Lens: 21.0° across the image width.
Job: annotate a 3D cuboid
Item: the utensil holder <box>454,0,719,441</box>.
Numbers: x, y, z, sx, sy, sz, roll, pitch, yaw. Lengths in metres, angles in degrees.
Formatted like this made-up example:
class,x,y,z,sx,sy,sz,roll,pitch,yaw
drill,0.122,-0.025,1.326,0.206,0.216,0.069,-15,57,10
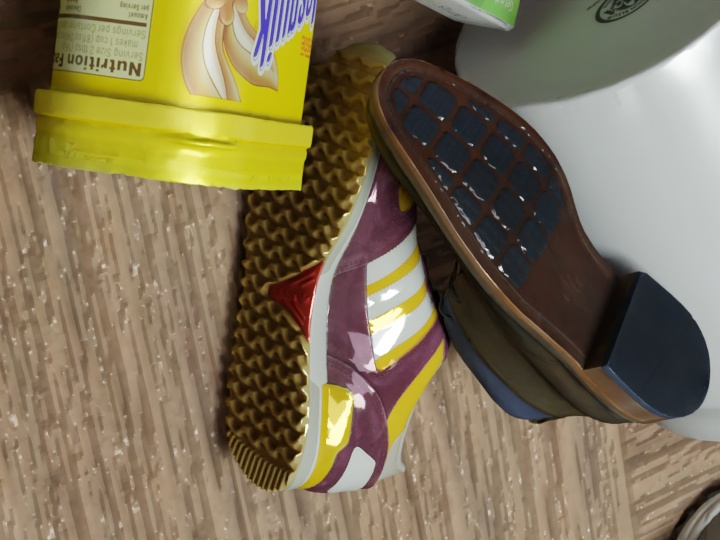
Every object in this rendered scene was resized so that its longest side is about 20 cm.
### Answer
class,x,y,z,sx,sy,sz,roll,pitch,yaw
utensil holder,0.156,-0.051,0.882,0.170,0.170,0.200,-45,123,-17

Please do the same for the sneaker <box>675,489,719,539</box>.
class,x,y,z,sx,sy,sz,roll,pitch,yaw
sneaker,0.183,0.184,1.012,0.200,0.079,0.074,-40,117,-21

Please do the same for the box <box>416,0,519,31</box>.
class,x,y,z,sx,sy,sz,roll,pitch,yaw
box,0.043,-0.209,0.779,0.144,0.036,0.201,12,90,-63

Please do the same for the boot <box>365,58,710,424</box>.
class,x,y,z,sx,sy,sz,roll,pitch,yaw
boot,0.051,0.000,0.825,0.200,0.097,0.075,47,54,-18

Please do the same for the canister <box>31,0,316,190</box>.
class,x,y,z,sx,sy,sz,roll,pitch,yaw
canister,-0.060,-0.135,0.749,0.149,0.086,0.201,-12,110,-78

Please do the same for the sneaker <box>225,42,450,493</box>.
class,x,y,z,sx,sy,sz,roll,pitch,yaw
sneaker,0.000,0.000,0.864,0.090,0.075,0.201,3,105,-42
